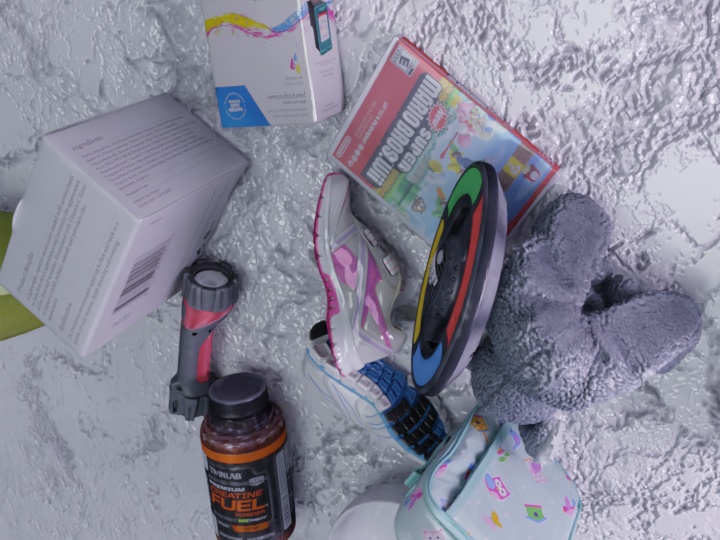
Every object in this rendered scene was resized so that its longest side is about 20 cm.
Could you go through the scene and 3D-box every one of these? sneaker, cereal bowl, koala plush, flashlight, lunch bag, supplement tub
[{"bbox_3d":[0.000,0.000,0.834,0.086,0.081,0.206,-10,94,-5],"label":"sneaker"},{"bbox_3d":[0.063,0.325,0.927,0.195,0.083,0.205,11,115,23],"label":"cereal bowl"},{"bbox_3d":[0.159,0.073,0.730,0.178,0.182,0.201,48,143,13],"label":"koala plush"},{"bbox_3d":[-0.186,0.087,0.978,0.066,0.068,0.204,20,124,15],"label":"flashlight"},{"bbox_3d":[0.124,0.227,0.782,0.160,0.199,0.077,46,122,6],"label":"lunch bag"},{"bbox_3d":[-0.136,0.229,0.980,0.104,0.107,0.205,6,113,26],"label":"supplement tub"},{"bbox_3d":[0.014,0.145,0.896,0.199,0.075,0.087,42,137,10],"label":"sneaker"}]

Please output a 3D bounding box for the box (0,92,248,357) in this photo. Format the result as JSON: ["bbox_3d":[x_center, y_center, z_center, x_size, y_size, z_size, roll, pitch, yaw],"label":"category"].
[{"bbox_3d":[-0.250,-0.054,0.868,0.130,0.200,0.200,38,124,6],"label":"box"}]

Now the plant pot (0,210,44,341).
[{"bbox_3d":[-0.442,0.005,1.028,0.194,0.188,0.192,-3,110,13],"label":"plant pot"}]

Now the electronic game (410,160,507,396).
[{"bbox_3d":[0.078,0.007,0.701,0.041,0.202,0.204,15,120,-5],"label":"electronic game"}]

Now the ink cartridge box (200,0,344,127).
[{"bbox_3d":[-0.088,-0.245,0.779,0.113,0.067,0.205,2,111,27],"label":"ink cartridge box"}]

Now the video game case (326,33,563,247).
[{"bbox_3d":[0.074,-0.104,0.780,0.199,0.017,0.144,41,123,7],"label":"video game case"}]
